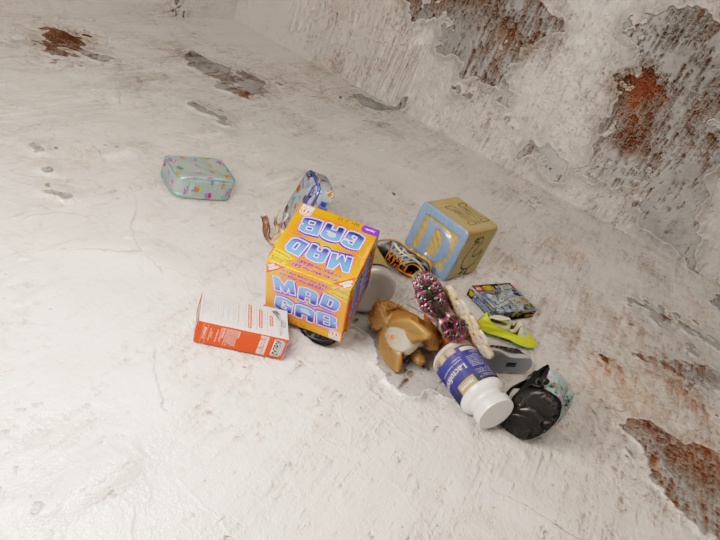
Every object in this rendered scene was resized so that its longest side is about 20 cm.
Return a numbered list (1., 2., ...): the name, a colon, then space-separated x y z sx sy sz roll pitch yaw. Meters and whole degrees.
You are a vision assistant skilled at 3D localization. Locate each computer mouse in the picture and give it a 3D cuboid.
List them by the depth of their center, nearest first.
1. computer mouse: -0.147 0.130 1.570 0.199 0.034 0.059 25 50 11

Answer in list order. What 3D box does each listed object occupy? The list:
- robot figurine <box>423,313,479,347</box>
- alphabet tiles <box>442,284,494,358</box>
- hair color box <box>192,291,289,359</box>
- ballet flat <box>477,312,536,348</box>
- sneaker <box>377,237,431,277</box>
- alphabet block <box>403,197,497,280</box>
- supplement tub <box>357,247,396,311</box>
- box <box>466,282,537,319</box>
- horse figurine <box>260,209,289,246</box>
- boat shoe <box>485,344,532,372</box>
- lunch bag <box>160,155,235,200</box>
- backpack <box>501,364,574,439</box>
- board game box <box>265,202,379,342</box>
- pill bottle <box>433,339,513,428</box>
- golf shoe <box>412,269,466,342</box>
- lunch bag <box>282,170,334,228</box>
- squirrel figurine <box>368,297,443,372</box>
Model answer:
1. robot figurine: 0.244 0.138 1.759 0.143 0.117 0.200 4 34 -34
2. alphabet tiles: 0.256 0.123 1.580 0.200 0.015 0.196 58 -7 2
3. hair color box: -0.263 0.122 1.451 0.199 0.064 0.111 14 29 -17
4. ballet flat: 0.435 0.172 1.905 0.199 0.067 0.067 19 28 -10
5. sneaker: 0.124 -0.033 2.006 0.199 0.078 0.077 24 37 1
6. alphabet block: 0.293 -0.109 2.142 0.196 0.196 0.200 42 34 26
7. supplement tub: 0.000 0.000 1.775 0.145 0.146 0.200 9 32 -27
8. box: 0.448 0.098 2.068 0.199 0.040 0.137 -2 39 -40
9. horse figurine: -0.192 -0.094 1.839 0.199 0.133 0.050 15 -1 -7
10. boat shoe: 0.375 0.229 1.764 0.199 0.070 0.066 8 25 -30
11. lunch bag: -0.483 -0.278 1.945 0.199 0.077 0.160 -1 36 -39
12. backpack: 0.435 0.318 1.589 0.127 0.167 0.200 51 30 7
13. board game box: -0.091 0.004 1.532 0.199 0.200 0.200 20 50 8
14. pill bottle: 0.269 0.269 1.558 0.115 0.116 0.200 4 34 -34
15. golf shoe: 0.179 0.084 1.587 0.200 0.072 0.092 58 -4 -13
16. lunch bag: -0.153 -0.190 1.921 0.075 0.200 0.160 19 27 -27
17. squirrel figurine: 0.119 0.141 1.645 0.200 0.142 0.186 42 26 25
